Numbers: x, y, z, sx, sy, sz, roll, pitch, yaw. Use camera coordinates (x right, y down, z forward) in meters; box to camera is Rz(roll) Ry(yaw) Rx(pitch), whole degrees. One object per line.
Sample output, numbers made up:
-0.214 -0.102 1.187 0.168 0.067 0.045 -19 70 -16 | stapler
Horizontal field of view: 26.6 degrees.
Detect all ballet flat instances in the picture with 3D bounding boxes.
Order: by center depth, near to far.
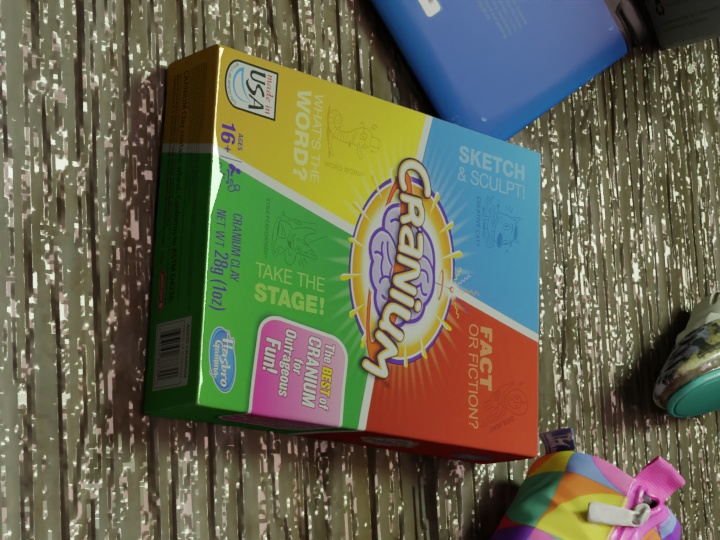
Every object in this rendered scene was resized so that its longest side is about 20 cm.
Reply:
0.223 0.045 0.872 0.199 0.072 0.073 2 80 -42 | ballet flat

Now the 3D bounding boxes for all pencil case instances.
0.078 0.171 0.695 0.089 0.088 0.201 49 54 -23 | pencil case

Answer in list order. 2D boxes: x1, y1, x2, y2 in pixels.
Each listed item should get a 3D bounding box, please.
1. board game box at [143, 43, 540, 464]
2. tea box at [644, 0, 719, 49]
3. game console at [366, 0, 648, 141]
0.000 0.000 0.688 0.199 0.040 0.155 13 73 -39 | board game box
0.262 -0.220 0.817 0.195 0.200 0.135 -22 97 -9 | tea box
0.058 -0.190 0.794 0.170 0.118 0.201 -35 107 -8 | game console
